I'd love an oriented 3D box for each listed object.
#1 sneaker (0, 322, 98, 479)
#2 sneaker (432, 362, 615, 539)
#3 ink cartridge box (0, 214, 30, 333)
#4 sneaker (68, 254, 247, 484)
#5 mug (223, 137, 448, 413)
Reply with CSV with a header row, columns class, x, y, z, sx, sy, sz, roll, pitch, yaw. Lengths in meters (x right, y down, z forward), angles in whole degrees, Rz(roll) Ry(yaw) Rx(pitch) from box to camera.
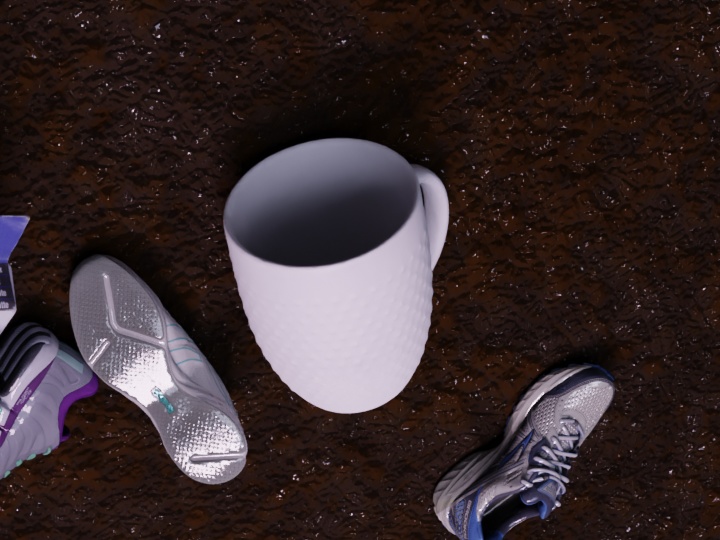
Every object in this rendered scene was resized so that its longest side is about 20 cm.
class,x,y,z,sx,sy,sz,roll,pitch,yaw
sneaker,-0.272,0.139,1.287,0.087,0.075,0.201,31,104,-37
sneaker,0.156,0.170,1.463,0.077,0.085,0.200,36,101,-33
ink cartridge box,-0.334,0.042,1.124,0.198,0.041,0.200,-3,143,-43
sneaker,-0.157,0.071,1.298,0.070,0.080,0.201,-31,106,7
mug,0.000,0.000,1.282,0.200,0.147,0.177,-42,140,-31
